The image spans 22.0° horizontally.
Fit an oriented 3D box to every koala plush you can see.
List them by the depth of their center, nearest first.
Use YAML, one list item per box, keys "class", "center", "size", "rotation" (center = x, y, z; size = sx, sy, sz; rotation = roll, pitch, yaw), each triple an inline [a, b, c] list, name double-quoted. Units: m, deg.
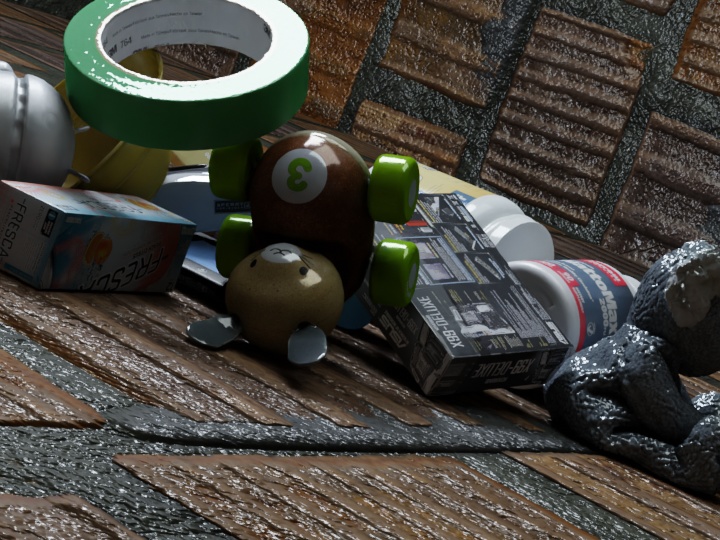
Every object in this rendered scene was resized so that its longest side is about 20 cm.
- class: "koala plush"
  center: [0.273, 0.066, 1.625]
  size: [0.183, 0.201, 0.177]
  rotation: [22, 8, 7]

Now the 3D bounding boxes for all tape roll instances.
- class: "tape roll"
  center: [-0.142, -0.171, 1.510]
  size: [0.200, 0.048, 0.201]
  rotation: [2, 37, -1]

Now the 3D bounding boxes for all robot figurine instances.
- class: "robot figurine"
  center: [-0.314, -0.106, 1.471]
  size: [0.199, 0.113, 0.170]
  rotation: [7, 53, -14]

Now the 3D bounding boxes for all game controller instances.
- class: "game controller"
  center: [-0.114, 0.004, 1.599]
  size: [0.200, 0.042, 0.104]
  rotation: [25, 8, 27]

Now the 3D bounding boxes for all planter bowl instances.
- class: "planter bowl"
  center: [-0.225, -0.095, 1.596]
  size: [0.083, 0.200, 0.200]
  rotation: [48, -7, -30]

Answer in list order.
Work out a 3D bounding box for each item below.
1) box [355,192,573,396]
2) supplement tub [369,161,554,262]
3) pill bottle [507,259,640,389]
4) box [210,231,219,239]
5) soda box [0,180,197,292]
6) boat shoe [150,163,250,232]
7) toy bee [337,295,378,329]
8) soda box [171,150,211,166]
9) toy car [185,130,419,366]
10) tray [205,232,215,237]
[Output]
- class: "box"
  center: [0.071, 0.016, 1.611]
  size: [0.157, 0.050, 0.200]
  rotation: [-3, 48, -44]
- class: "supplement tub"
  center: [0.089, -0.025, 1.942]
  size: [0.200, 0.145, 0.144]
  rotation: [25, 8, 39]
- class: "pill bottle"
  center: [0.201, 0.049, 1.776]
  size: [0.119, 0.120, 0.200]
  rotation: [26, 16, 32]
- class: "box"
  center: [-0.086, -0.030, 1.914]
  size: [0.200, 0.039, 0.137]
  rotation: [28, 9, 39]
- class: "soda box"
  center: [-0.211, -0.024, 1.450]
  size: [0.068, 0.064, 0.200]
  rotation: [25, 9, 23]
- class: "boat shoe"
  center: [-0.098, -0.065, 1.654]
  size: [0.199, 0.070, 0.066]
  rotation: [-3, 25, -12]
- class: "toy bee"
  center: [0.000, 0.000, 1.693]
  size: [0.199, 0.109, 0.131]
  rotation: [19, 10, -17]
- class: "soda box"
  center: [-0.113, -0.077, 1.806]
  size: [0.200, 0.064, 0.068]
  rotation: [46, -11, 32]
- class: "toy car"
  center: [-0.057, 0.000, 1.443]
  size: [0.164, 0.158, 0.200]
  rotation: [9, 37, 14]
- class: "tray"
  center: [-0.221, -0.063, 1.797]
  size: [0.098, 0.037, 0.200]
  rotation: [24, 7, 19]
